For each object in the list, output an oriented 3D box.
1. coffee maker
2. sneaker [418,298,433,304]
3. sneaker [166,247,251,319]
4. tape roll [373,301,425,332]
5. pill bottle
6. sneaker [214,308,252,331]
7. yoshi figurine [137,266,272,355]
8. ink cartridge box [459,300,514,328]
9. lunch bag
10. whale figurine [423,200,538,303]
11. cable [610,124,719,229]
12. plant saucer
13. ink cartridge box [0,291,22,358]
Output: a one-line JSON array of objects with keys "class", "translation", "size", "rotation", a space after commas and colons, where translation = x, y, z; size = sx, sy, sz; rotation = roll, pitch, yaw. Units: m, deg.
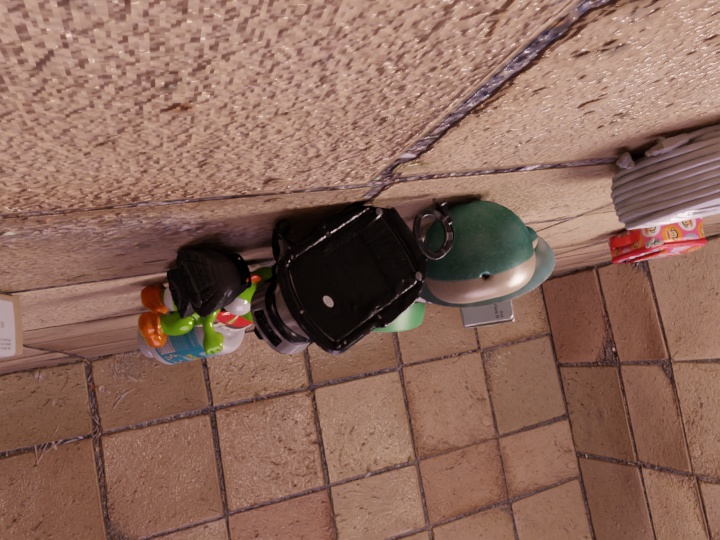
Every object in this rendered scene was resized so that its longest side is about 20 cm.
[{"class": "coffee maker", "translation": [-0.017, 0.016, 0.641], "size": [0.188, 0.138, 0.200], "rotation": [-9, 174, -21]}, {"class": "sneaker", "translation": [0.060, -0.005, 0.942], "size": [0.196, 0.079, 0.091], "rotation": [3, 133, -17]}, {"class": "sneaker", "translation": [-0.163, 0.007, 0.665], "size": [0.089, 0.077, 0.199], "rotation": [-18, -175, -27]}, {"class": "tape roll", "translation": [0.017, 0.051, 1.029], "size": [0.196, 0.049, 0.201], "rotation": [8, -166, -2]}, {"class": "pill bottle", "translation": [-0.323, 0.113, 1.086], "size": [0.197, 0.113, 0.110], "rotation": [-13, 173, 26]}, {"class": "sneaker", "translation": [-0.212, 0.058, 0.975], "size": [0.084, 0.079, 0.199], "rotation": [-19, 171, 24]}, {"class": "yoshi figurine", "translation": [-0.203, 0.051, 0.825], "size": [0.196, 0.115, 0.112], "rotation": [-13, -170, 4]}, {"class": "ink cartridge box", "translation": [0.206, 0.019, 0.999], "size": [0.086, 0.149, 0.200], "rotation": [-10, 175, 8]}, {"class": "lunch bag", "translation": [0.677, -0.070, 1.360], "size": [0.172, 0.084, 0.200], "rotation": [-6, 172, -6]}, {"class": "whale figurine", "translation": [0.131, -0.039, 0.695], "size": [0.156, 0.106, 0.201], "rotation": [-13, -162, 8]}, {"class": "cable", "translation": [0.360, -0.095, 0.591], "size": [0.196, 0.071, 0.199], "rotation": [-13, 173, 18]}, {"class": "plant saucer", "translation": [0.160, -0.016, 0.785], "size": [0.196, 0.028, 0.201], "rotation": [-13, -153, 7]}, {"class": "ink cartridge box", "translation": [-0.459, 0.063, 0.572], "size": [0.161, 0.077, 0.200], "rotation": [-9, 173, -9]}]
